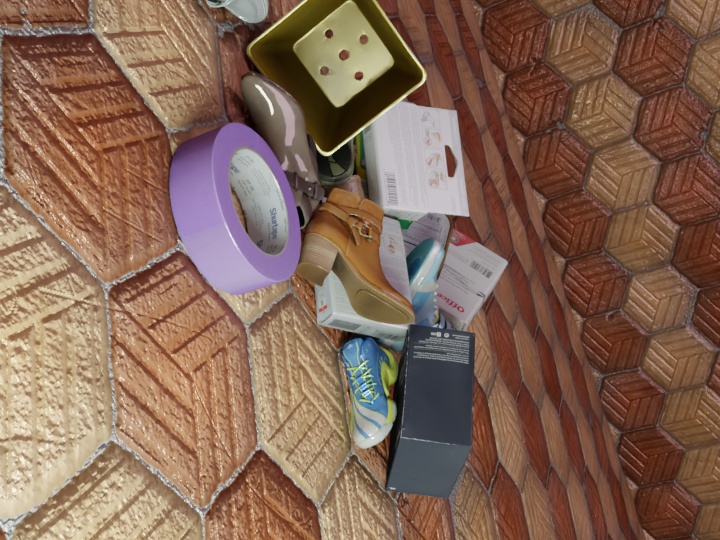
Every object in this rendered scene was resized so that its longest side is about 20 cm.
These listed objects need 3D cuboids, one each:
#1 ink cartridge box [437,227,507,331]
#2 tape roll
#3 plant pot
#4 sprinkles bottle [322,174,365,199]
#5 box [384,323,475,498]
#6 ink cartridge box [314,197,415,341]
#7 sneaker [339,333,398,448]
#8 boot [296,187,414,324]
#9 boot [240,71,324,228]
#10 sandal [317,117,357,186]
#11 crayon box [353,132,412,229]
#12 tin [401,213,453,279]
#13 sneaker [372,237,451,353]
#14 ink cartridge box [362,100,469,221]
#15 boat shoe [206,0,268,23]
[{"bbox_3d":[0.156,0.026,1.532,0.146,0.083,0.200,33,46,11],"label":"ink cartridge box"},{"bbox_3d":[-0.150,-0.075,1.049,0.200,0.065,0.202,51,31,-46],"label":"tape roll"},{"bbox_3d":[-0.032,-0.330,1.330,0.201,0.199,0.177,52,12,-13],"label":"plant pot"},{"bbox_3d":[-0.005,-0.050,1.377,0.068,0.067,0.203,-14,88,-68],"label":"sprinkles bottle"},{"bbox_3d":[0.103,0.214,1.270,0.201,0.103,0.184,98,0,-56],"label":"box"},{"bbox_3d":[0.000,0.000,1.310,0.161,0.050,0.202,15,53,-34],"label":"ink cartridge box"},{"bbox_3d":[0.000,0.167,1.250,0.105,0.075,0.201,51,21,-21],"label":"sneaker"},{"bbox_3d":[0.013,-0.023,1.241,0.199,0.074,0.156,33,53,-16],"label":"boot"},{"bbox_3d":[-0.114,-0.161,1.198,0.200,0.070,0.148,45,41,-42],"label":"boot"},{"bbox_3d":[-0.039,-0.195,1.393,0.202,0.079,0.058,-83,163,-46],"label":"sandal"},{"bbox_3d":[0.036,-0.180,1.498,0.117,0.058,0.202,11,56,-18],"label":"crayon box"},{"bbox_3d":[0.101,-0.052,1.501,0.201,0.111,0.042,-70,177,-46],"label":"tin"},{"bbox_3d":[0.113,0.055,1.403,0.129,0.202,0.080,25,11,-20],"label":"sneaker"},{"bbox_3d":[0.092,-0.185,1.441,0.174,0.045,0.203,4,72,-29],"label":"ink cartridge box"},{"bbox_3d":[-0.201,-0.399,1.164,0.201,0.069,0.072,43,47,-45],"label":"boat shoe"}]
